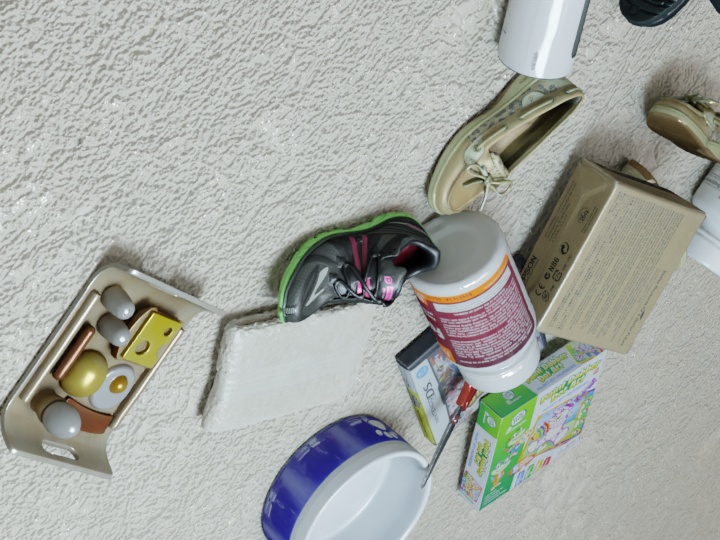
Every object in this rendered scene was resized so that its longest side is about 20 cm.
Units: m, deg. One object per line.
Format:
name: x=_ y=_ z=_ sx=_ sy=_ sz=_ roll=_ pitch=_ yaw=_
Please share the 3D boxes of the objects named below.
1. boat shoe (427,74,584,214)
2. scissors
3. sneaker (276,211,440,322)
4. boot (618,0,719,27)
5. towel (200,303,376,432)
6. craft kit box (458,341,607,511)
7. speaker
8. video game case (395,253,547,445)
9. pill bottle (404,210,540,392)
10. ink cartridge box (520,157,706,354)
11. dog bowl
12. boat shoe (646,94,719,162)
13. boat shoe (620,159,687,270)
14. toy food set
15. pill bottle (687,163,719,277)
boat shoe: x=0.151 y=-0.133 z=1.581 sx=0.200 sy=0.063 sz=0.073 roll=-49 pitch=145 yaw=-1
scissors: x=0.113 y=0.161 z=1.756 sx=0.200 sy=0.014 sz=0.073 roll=-55 pitch=156 yaw=-25
sneaker: x=0.000 y=0.000 z=1.516 sx=0.200 sy=0.084 sz=0.077 roll=-28 pitch=137 yaw=-30
boot: x=0.384 y=-0.322 z=1.655 sx=0.200 sy=0.076 sz=0.168 roll=-57 pitch=141 yaw=-2
towel: x=-0.074 y=0.092 z=1.564 sx=0.200 sy=0.034 sz=0.133 roll=-11 pitch=128 yaw=-41
craft kit box: x=0.225 y=0.198 z=1.957 sx=0.200 sy=0.048 sz=0.198 roll=-29 pitch=143 yaw=-31
speaker: x=0.192 y=-0.294 z=1.469 sx=0.081 sy=0.081 sz=0.200 roll=-19 pitch=133 yaw=-37
video game case: x=0.139 y=0.098 z=1.809 sx=0.200 sy=0.025 sz=0.181 roll=-40 pitch=143 yaw=-15
pill bottle: x=0.128 y=0.039 z=1.649 sx=0.114 sy=0.114 sz=0.200 roll=-41 pitch=136 yaw=-14
ink cartridge box: x=0.289 y=-0.014 z=1.763 sx=0.164 sy=0.075 sz=0.200 roll=16 pitch=108 yaw=-38
dog bowl: x=-0.015 y=0.271 z=1.749 sx=0.200 sy=0.079 sz=0.200 roll=-28 pitch=139 yaw=-28
boat shoe: x=0.400 y=-0.182 z=1.802 sx=0.200 sy=0.073 sz=0.063 roll=16 pitch=98 yaw=-64
boat shoe: x=0.353 y=-0.055 z=1.871 sx=0.065 sy=0.072 sz=0.200 roll=-40 pitch=138 yaw=-5
toy food set: x=-0.224 y=0.096 z=1.378 sx=0.200 sy=0.060 sz=0.143 roll=-54 pitch=144 yaw=5
pill bottle: x=0.502 y=-0.092 z=1.957 sx=0.200 sy=0.114 sz=0.114 roll=-56 pitch=144 yaw=7
